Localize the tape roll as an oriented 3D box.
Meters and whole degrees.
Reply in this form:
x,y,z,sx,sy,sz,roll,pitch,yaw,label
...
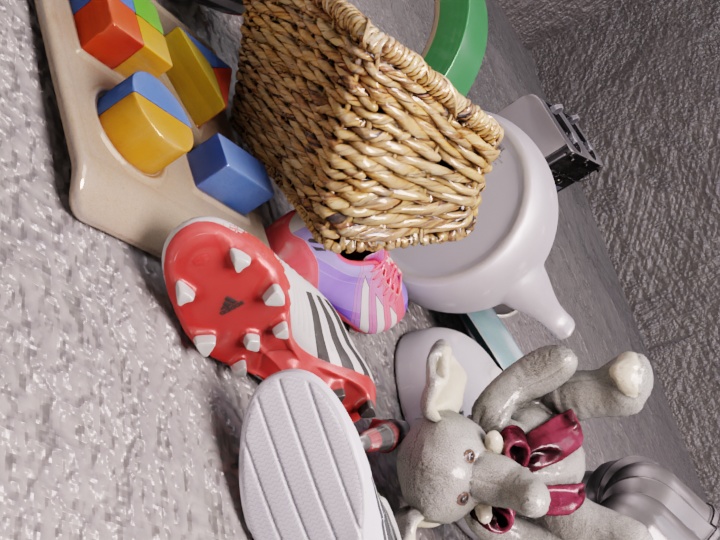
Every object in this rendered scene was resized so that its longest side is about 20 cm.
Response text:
x,y,z,sx,sy,sz,roll,pitch,yaw,label
0.007,-0.198,0.798,0.048,0.199,0.202,25,43,-60,tape roll

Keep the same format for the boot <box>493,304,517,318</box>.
x,y,z,sx,sy,sz,roll,pitch,yaw,label
0.134,-0.055,1.103,0.144,0.072,0.202,-103,179,-78,boot

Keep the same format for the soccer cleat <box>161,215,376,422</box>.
x,y,z,sx,sy,sz,roll,pitch,yaw,label
-0.054,0.028,0.572,0.200,0.068,0.086,49,13,-41,soccer cleat

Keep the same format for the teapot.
x,y,z,sx,sy,sz,roll,pitch,yaw,label
0.099,-0.046,0.884,0.146,0.195,0.202,34,59,-59,teapot

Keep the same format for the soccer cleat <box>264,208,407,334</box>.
x,y,z,sx,sy,sz,roll,pitch,yaw,label
0.000,0.000,0.719,0.200,0.076,0.067,29,42,-57,soccer cleat

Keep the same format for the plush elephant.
x,y,z,sx,sy,sz,roll,pitch,yaw,label
0.094,0.133,0.649,0.154,0.198,0.167,-6,102,-56,plush elephant

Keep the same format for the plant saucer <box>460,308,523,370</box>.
x,y,z,sx,sy,sz,roll,pitch,yaw,label
0.142,0.079,0.978,0.201,0.027,0.200,58,1,-2,plant saucer

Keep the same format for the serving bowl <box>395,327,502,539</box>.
x,y,z,sx,sy,sz,roll,pitch,yaw,label
0.108,0.137,0.850,0.201,0.065,0.201,52,22,-30,serving bowl

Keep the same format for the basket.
x,y,z,sx,sy,sz,roll,pitch,yaw,label
0.010,-0.127,0.630,0.141,0.150,0.200,-6,35,-27,basket

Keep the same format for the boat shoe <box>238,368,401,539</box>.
x,y,z,sx,sy,sz,roll,pitch,yaw,label
-0.015,0.150,0.528,0.071,0.071,0.202,-32,107,-79,boat shoe

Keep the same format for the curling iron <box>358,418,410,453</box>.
x,y,z,sx,sy,sz,roll,pitch,yaw,label
0.007,0.119,0.652,0.026,0.049,0.200,57,12,8,curling iron

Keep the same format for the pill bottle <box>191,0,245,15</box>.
x,y,z,sx,sy,sz,roll,pitch,yaw,label
-0.120,-0.253,0.664,0.117,0.115,0.200,65,19,3,pill bottle

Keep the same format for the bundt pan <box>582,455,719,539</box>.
x,y,z,sx,sy,sz,roll,pitch,yaw,label
0.189,0.228,0.773,0.076,0.202,0.202,49,19,2,bundt pan

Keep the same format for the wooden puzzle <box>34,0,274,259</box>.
x,y,z,sx,sy,sz,roll,pitch,yaw,label
-0.117,-0.099,0.585,0.185,0.046,0.202,32,37,-58,wooden puzzle

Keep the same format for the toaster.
x,y,z,sx,sy,sz,roll,pitch,yaw,label
0.248,-0.166,1.436,0.180,0.199,0.120,4,58,-59,toaster
